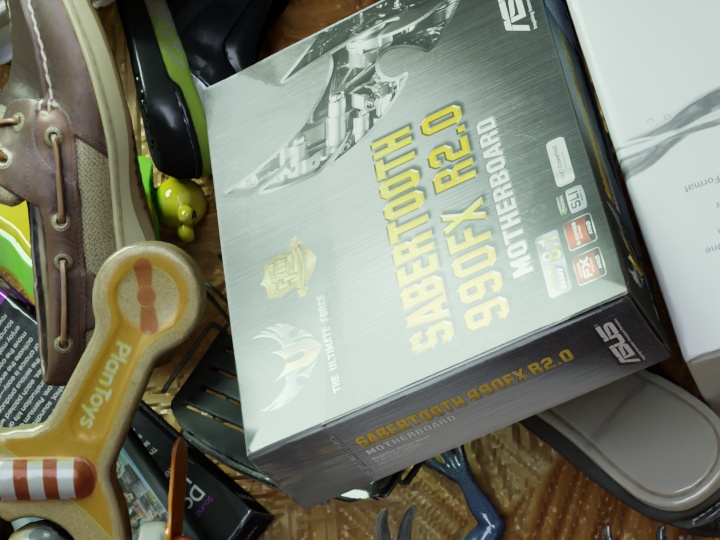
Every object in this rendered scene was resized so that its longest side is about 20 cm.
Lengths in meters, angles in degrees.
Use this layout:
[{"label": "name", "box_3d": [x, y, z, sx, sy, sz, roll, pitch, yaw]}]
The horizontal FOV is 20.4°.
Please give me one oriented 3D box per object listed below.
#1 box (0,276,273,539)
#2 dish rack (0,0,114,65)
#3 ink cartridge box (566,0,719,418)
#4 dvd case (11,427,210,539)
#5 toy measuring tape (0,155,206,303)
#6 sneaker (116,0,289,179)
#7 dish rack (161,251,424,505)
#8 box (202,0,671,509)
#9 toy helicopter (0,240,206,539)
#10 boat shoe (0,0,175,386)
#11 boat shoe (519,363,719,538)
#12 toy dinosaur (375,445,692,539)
[{"label": "box", "box_3d": [-0.156, 0.110, 0.947, 0.200, 0.036, 0.143, 39, 94, 23]}, {"label": "dish rack", "box_3d": [-0.151, -0.198, 0.945, 0.200, 0.043, 0.172, -16, 70, 57]}, {"label": "ink cartridge box", "box_3d": [0.147, -0.053, 0.812, 0.083, 0.145, 0.201, -18, 73, 10]}, {"label": "dvd case", "box_3d": [-0.144, 0.182, 0.893, 0.200, 0.018, 0.143, -36, 84, 6]}, {"label": "toy measuring tape", "box_3d": [-0.162, -0.002, 0.927, 0.199, 0.074, 0.074, -17, 71, -17]}, {"label": "sneaker", "box_3d": [-0.075, -0.134, 0.966, 0.083, 0.072, 0.201, -11, 75, -8]}, {"label": "dish rack", "box_3d": [0.000, 0.000, 0.864, 0.153, 0.055, 0.200, 18, 67, 42]}, {"label": "box", "box_3d": [0.023, -0.024, 0.797, 0.158, 0.048, 0.200, -23, 48, 16]}, {"label": "toy helicopter", "box_3d": [-0.111, 0.084, 0.835, 0.132, 0.079, 0.200, 27, 98, 5]}, {"label": "boat shoe", "box_3d": [-0.136, -0.047, 0.864, 0.072, 0.072, 0.201, -15, 102, -15]}, {"label": "boat shoe", "box_3d": [0.090, 0.046, 0.860, 0.067, 0.057, 0.200, -43, 51, -4]}, {"label": "toy dinosaur", "box_3d": [0.043, 0.150, 0.845, 0.181, 0.105, 0.201, -24, 83, 34]}]
